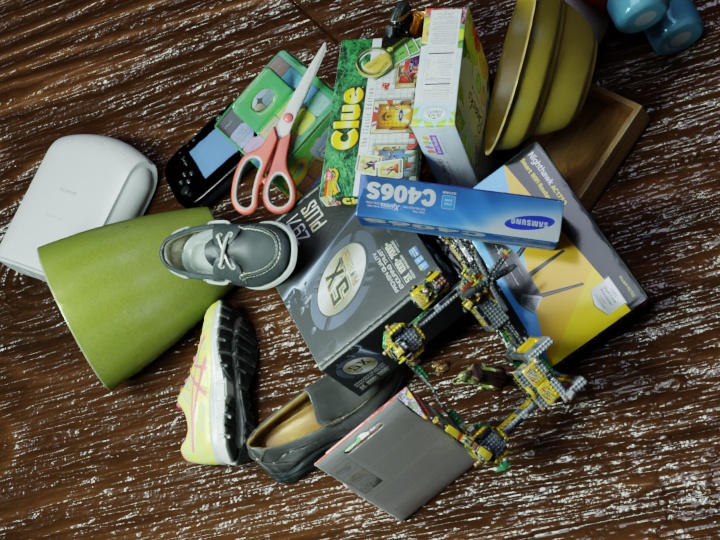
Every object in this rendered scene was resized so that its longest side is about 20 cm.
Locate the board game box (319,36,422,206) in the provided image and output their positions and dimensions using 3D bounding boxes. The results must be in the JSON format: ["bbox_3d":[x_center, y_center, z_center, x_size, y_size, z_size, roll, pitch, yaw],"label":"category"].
[{"bbox_3d":[0.019,-0.160,1.672,0.104,0.023,0.201,-2,62,17],"label":"board game box"}]

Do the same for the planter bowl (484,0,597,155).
[{"bbox_3d":[0.193,-0.207,1.622,0.083,0.201,0.202,13,70,-3],"label":"planter bowl"}]

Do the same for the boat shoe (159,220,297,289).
[{"bbox_3d":[-0.144,-0.016,1.690,0.199,0.060,0.076,-9,78,50],"label":"boat shoe"}]

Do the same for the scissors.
[{"bbox_3d":[-0.089,-0.155,1.703,0.073,0.014,0.201,11,88,9],"label":"scissors"}]

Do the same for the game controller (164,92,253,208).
[{"bbox_3d":[-0.156,-0.161,1.942,0.200,0.042,0.105,-40,53,6],"label":"game controller"}]

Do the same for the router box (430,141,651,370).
[{"bbox_3d":[0.181,-0.008,1.621,0.149,0.051,0.201,-37,76,9],"label":"router box"}]

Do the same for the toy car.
[{"bbox_3d":[0.235,-0.295,1.713,0.200,0.176,0.185,-35,65,26],"label":"toy car"}]

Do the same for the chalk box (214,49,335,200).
[{"bbox_3d":[-0.068,-0.154,1.786,0.125,0.200,0.124,-48,53,2],"label":"chalk box"}]

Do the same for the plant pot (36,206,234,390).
[{"bbox_3d":[-0.246,0.011,1.841,0.199,0.188,0.188,-28,54,-4],"label":"plant pot"}]

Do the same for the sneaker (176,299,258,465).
[{"bbox_3d":[-0.172,0.128,1.788,0.090,0.078,0.201,-16,58,30],"label":"sneaker"}]

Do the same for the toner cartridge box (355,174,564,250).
[{"bbox_3d":[0.098,-0.056,1.554,0.199,0.095,0.044,8,87,5],"label":"toner cartridge box"}]

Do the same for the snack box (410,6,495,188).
[{"bbox_3d":[0.105,-0.168,1.690,0.053,0.200,0.143,1,67,17],"label":"snack box"}]

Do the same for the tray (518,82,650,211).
[{"bbox_3d":[0.217,-0.106,1.701,0.098,0.037,0.201,31,85,37],"label":"tray"}]

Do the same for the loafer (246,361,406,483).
[{"bbox_3d":[-0.036,0.150,1.699,0.200,0.072,0.073,-43,52,4],"label":"loafer"}]

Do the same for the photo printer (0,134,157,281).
[{"bbox_3d":[-0.354,-0.077,1.997,0.166,0.069,0.201,18,77,35],"label":"photo printer"}]

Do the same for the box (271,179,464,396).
[{"bbox_3d":[0.000,0.000,1.673,0.163,0.086,0.201,-38,53,11],"label":"box"}]

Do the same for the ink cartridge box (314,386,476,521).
[{"bbox_3d":[0.030,0.175,1.567,0.109,0.200,0.050,-39,54,7],"label":"ink cartridge box"}]

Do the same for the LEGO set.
[{"bbox_3d":[0.120,0.090,1.514,0.153,0.116,0.201,-32,93,-8],"label":"LEGO set"}]

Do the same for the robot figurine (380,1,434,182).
[{"bbox_3d":[0.061,-0.201,1.779,0.058,0.145,0.201,6,78,26],"label":"robot figurine"}]
